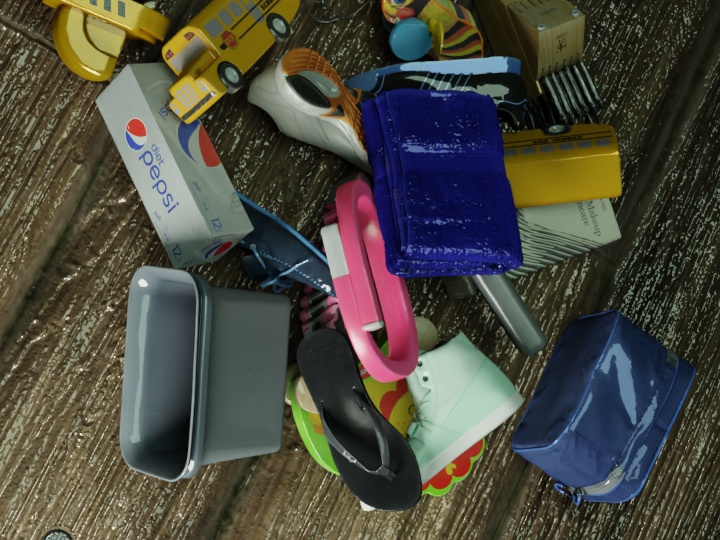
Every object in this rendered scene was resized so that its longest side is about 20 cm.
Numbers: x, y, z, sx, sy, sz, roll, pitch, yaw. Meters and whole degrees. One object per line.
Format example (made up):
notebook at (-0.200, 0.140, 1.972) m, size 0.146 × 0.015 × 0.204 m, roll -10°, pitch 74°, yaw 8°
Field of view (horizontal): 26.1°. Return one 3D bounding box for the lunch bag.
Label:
lunch bag at (0.267, 0.160, 1.681) m, size 0.132 × 0.136 × 0.201 m, roll 32°, pitch 75°, yaw -13°

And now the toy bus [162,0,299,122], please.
toy bus at (-0.134, -0.233, 1.568) m, size 0.078 × 0.065 × 0.200 m, roll 48°, pitch 43°, yaw -12°

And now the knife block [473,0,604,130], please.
knife block at (0.196, -0.228, 1.749) m, size 0.064 × 0.177 × 0.200 m, roll -22°, pitch 47°, yaw -21°

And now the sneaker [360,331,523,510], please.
sneaker at (0.056, 0.151, 1.596) m, size 0.200 × 0.074 × 0.119 m, roll -39°, pitch 86°, yaw 0°

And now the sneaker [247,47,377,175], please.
sneaker at (-0.033, -0.157, 1.634) m, size 0.200 × 0.092 × 0.076 m, roll 39°, pitch 55°, yaw -30°

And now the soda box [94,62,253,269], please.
soda box at (-0.187, -0.107, 1.550) m, size 0.063 × 0.068 × 0.201 m, roll -11°, pitch 69°, yaw -49°

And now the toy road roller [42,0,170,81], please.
toy road roller at (-0.285, -0.276, 1.546) m, size 0.198 × 0.123 × 0.147 m, roll 21°, pitch 89°, yaw -17°

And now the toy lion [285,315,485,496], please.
toy lion at (0.035, 0.157, 1.644) m, size 0.199 × 0.069 × 0.193 m, roll -25°, pitch 100°, yaw -20°

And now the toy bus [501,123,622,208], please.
toy bus at (0.177, -0.109, 1.669) m, size 0.198 × 0.079 × 0.066 m, roll -6°, pitch 119°, yaw 5°

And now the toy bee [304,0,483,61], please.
toy bee at (0.060, -0.281, 1.662) m, size 0.199 × 0.109 × 0.131 m, roll 1°, pitch 44°, yaw -40°

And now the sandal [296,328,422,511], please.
sandal at (-0.008, 0.154, 1.544) m, size 0.076 × 0.043 × 0.201 m, roll -31°, pitch 86°, yaw 6°

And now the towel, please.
towel at (0.084, -0.092, 1.565) m, size 0.146 × 0.050 × 0.202 m, roll -3°, pitch 65°, yaw -12°

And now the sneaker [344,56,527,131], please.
sneaker at (0.081, -0.180, 1.666) m, size 0.198 × 0.070 × 0.079 m, roll -6°, pitch 80°, yaw 2°

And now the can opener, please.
can opener at (0.140, -0.005, 1.622) m, size 0.066 × 0.053 × 0.201 m, roll -29°, pitch 98°, yaw 1°

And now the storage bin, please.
storage bin at (-0.153, 0.100, 1.544) m, size 0.133 × 0.145 × 0.202 m, roll 3°, pitch 92°, yaw -40°

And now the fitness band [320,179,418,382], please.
fitness band at (0.013, 0.010, 1.532) m, size 0.037 × 0.143 × 0.202 m, roll -16°, pitch 81°, yaw 18°

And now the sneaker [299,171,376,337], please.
sneaker at (0.000, 0.000, 1.635) m, size 0.095 × 0.079 × 0.202 m, roll 28°, pitch 66°, yaw -30°

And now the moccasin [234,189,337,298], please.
moccasin at (-0.093, -0.017, 1.580) m, size 0.199 × 0.080 × 0.068 m, roll 33°, pitch 85°, yaw 31°

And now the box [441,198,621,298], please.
box at (0.181, -0.038, 1.708) m, size 0.198 × 0.068 × 0.083 m, roll -22°, pitch 93°, yaw -19°
